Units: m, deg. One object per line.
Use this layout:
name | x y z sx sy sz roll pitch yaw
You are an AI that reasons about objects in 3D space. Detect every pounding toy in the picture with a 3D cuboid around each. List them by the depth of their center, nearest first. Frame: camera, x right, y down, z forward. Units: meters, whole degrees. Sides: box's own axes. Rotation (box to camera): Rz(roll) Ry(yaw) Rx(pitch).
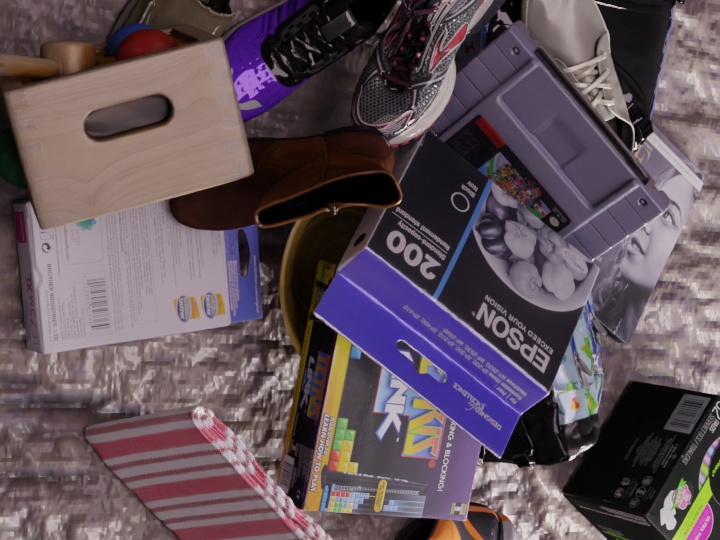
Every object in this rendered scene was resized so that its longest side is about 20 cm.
pounding toy | -0.198 -0.121 1.142 0.200 0.184 0.143 -16 106 -12

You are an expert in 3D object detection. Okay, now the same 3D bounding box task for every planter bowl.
planter bowl | 0.000 0.000 1.366 0.200 0.083 0.201 -6 102 -31

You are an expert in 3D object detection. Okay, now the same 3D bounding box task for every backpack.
backpack | 0.165 -0.220 1.424 0.200 0.147 0.184 13 92 -33
backpack | 0.141 0.062 1.436 0.154 0.163 0.200 -28 102 -37

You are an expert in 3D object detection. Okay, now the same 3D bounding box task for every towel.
towel | -0.117 0.181 1.274 0.200 0.146 0.030 51 48 -25

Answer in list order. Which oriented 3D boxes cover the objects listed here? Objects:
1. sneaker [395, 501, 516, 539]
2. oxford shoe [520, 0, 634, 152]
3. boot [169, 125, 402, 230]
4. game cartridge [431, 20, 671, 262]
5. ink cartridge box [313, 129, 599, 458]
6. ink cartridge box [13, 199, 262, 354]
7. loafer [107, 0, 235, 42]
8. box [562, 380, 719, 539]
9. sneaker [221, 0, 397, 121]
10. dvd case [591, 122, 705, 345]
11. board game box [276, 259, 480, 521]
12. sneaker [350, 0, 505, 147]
sneaker | 0.068 0.306 1.450 0.112 0.078 0.201 21 71 -28
oxford shoe | 0.188 -0.161 1.337 0.075 0.058 0.200 -21 113 -9
boot | -0.062 -0.051 1.186 0.188 0.200 0.069 -8 105 3
game cartridge | 0.151 -0.096 1.340 0.200 0.130 0.038 49 36 -4
ink cartridge box | 0.083 0.015 1.278 0.198 0.043 0.200 38 53 -13
ink cartridge box | -0.176 -0.006 1.280 0.200 0.042 0.120 -8 97 -30
loafer | -0.146 -0.203 1.268 0.075 0.070 0.200 22 81 -32
box | 0.332 0.231 1.580 0.200 0.124 0.149 46 70 -28
sneaker | -0.043 -0.197 1.317 0.200 0.099 0.070 -43 112 -24
dvd case | 0.262 -0.047 1.569 0.149 0.016 0.200 37 73 -36
board game box | 0.028 0.102 1.318 0.165 0.057 0.201 8 94 -30
sneaker | 0.048 -0.194 1.294 0.200 0.081 0.075 -61 158 -5
